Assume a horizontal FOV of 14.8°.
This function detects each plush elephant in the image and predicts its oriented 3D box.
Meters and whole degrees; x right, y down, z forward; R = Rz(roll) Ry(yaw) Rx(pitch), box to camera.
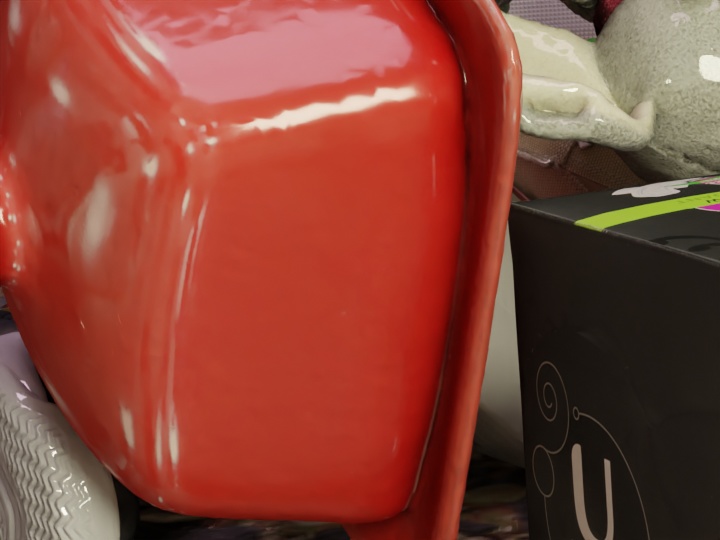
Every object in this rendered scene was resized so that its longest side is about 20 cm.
[{"bbox_3d":[0.096,-0.094,0.804,0.164,0.201,0.155,2,39,-38],"label":"plush elephant"}]

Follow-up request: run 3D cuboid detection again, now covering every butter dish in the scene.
[{"bbox_3d":[-0.055,-0.020,0.770,0.147,0.201,0.200,-9,38,-21],"label":"butter dish"}]

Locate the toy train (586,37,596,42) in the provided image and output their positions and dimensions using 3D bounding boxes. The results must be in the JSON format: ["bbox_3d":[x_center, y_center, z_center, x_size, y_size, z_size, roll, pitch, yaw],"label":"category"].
[{"bbox_3d":[0.100,-0.052,1.018,0.041,0.201,0.056,11,1,-27],"label":"toy train"}]

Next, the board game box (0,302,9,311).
[{"bbox_3d":[-0.053,0.020,1.153,0.198,0.030,0.096,-2,11,3],"label":"board game box"}]

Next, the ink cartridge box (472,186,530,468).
[{"bbox_3d":[0.000,0.000,0.970,0.116,0.068,0.200,41,-14,-29],"label":"ink cartridge box"}]

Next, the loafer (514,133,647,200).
[{"bbox_3d":[0.082,-0.035,0.926,0.199,0.069,0.075,3,-12,40],"label":"loafer"}]

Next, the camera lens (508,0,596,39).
[{"bbox_3d":[0.096,-0.110,1.393,0.198,0.161,0.160,-3,11,11],"label":"camera lens"}]

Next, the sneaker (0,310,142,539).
[{"bbox_3d":[-0.071,0.047,0.887,0.113,0.076,0.200,-7,12,-15],"label":"sneaker"}]

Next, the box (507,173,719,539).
[{"bbox_3d":[0.158,0.037,0.721,0.199,0.125,0.148,-8,11,-22],"label":"box"}]
